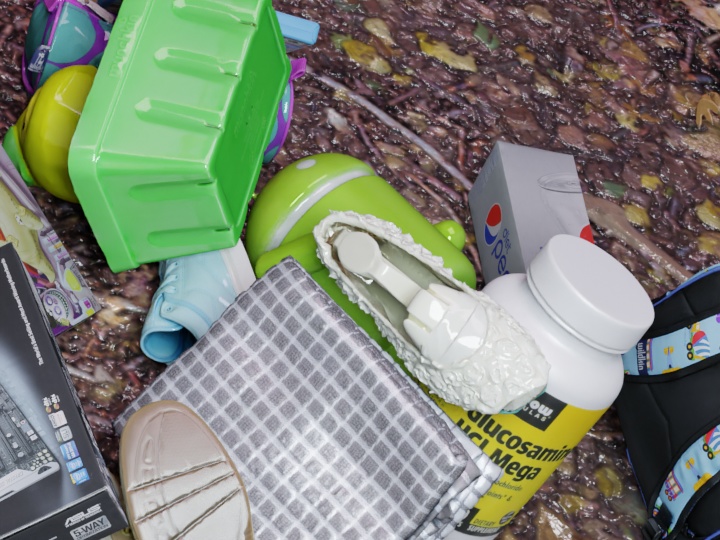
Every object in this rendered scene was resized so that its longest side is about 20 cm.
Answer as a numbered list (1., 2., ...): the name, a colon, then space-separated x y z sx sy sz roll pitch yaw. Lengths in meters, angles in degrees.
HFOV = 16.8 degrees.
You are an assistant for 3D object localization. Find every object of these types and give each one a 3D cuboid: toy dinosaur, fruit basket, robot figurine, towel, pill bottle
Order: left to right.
1. fruit basket: -0.164 -0.107 1.669 0.214 0.156 0.216 -6 55 8
2. towel: -0.036 0.113 1.522 0.200 0.166 0.086 46 -1 19
3. robot figurine: 0.000 0.000 1.701 0.200 0.116 0.175 44 27 23
4. pill bottle: 0.099 0.077 1.589 0.112 0.200 0.113 29 27 -17
5. toy dinosaur: 0.332 -0.139 2.096 0.106 0.060 0.200 15 39 -52

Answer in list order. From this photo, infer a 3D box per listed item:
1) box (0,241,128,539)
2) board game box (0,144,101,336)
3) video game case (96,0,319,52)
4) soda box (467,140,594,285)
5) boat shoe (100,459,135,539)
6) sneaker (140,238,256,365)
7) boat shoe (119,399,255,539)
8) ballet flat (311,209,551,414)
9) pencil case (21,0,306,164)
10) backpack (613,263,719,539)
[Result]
1. box: -0.244 0.098 1.457 0.157 0.050 0.200 -24 53 -3
2. board game box: -0.260 -0.036 1.596 0.201 0.032 0.120 58 38 -2
3. video game case: -0.118 -0.190 1.825 0.142 0.018 0.200 15 -1 -12
4. soda box: 0.134 -0.005 1.821 0.068 0.064 0.201 11 42 -18
5. boat shoe: -0.165 0.164 1.477 0.066 0.074 0.201 11 44 -33
6. sneaker: -0.117 0.021 1.653 0.082 0.074 0.200 -7 44 -27
7. boat shoe: -0.091 0.174 1.449 0.072 0.065 0.201 -25 88 -16
8. ballet flat: 0.034 0.023 1.530 0.072 0.072 0.200 -12 36 -37
9. pencil case: -0.148 -0.144 1.801 0.199 0.093 0.085 15 34 -15
10. backpack: 0.270 0.083 1.661 0.134 0.200 0.183 -6 71 -34
